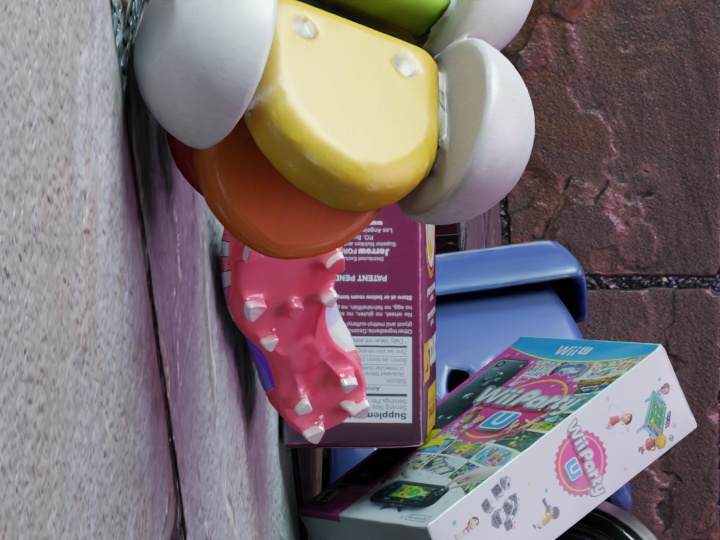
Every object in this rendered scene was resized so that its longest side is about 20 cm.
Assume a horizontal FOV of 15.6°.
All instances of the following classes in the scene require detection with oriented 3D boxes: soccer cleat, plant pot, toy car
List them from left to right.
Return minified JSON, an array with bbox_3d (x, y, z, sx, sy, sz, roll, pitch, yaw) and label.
[{"bbox_3d":[-0.041,0.010,1.362,0.077,0.067,0.200,55,-12,38],"label":"soccer cleat"},{"bbox_3d":[-0.024,-0.097,1.157,0.150,0.175,0.201,-43,-144,49],"label":"toy car"},{"bbox_3d":[0.078,0.086,1.809,0.200,0.199,0.180,62,22,-77],"label":"plant pot"}]

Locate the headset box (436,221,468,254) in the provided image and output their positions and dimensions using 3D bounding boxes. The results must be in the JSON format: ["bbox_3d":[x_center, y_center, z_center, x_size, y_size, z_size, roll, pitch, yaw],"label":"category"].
[{"bbox_3d":[0.043,-0.090,2.011,0.200,0.075,0.149,79,13,-59],"label":"headset box"}]

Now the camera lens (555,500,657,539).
[{"bbox_3d":[0.134,0.233,1.710,0.200,0.159,0.161,56,34,-76],"label":"camera lens"}]

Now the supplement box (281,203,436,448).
[{"bbox_3d":[0.000,0.000,1.561,0.110,0.085,0.201,-38,128,-83],"label":"supplement box"}]

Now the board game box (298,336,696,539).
[{"bbox_3d":[0.082,0.119,1.591,0.147,0.200,0.064,1,-59,57],"label":"board game box"}]
